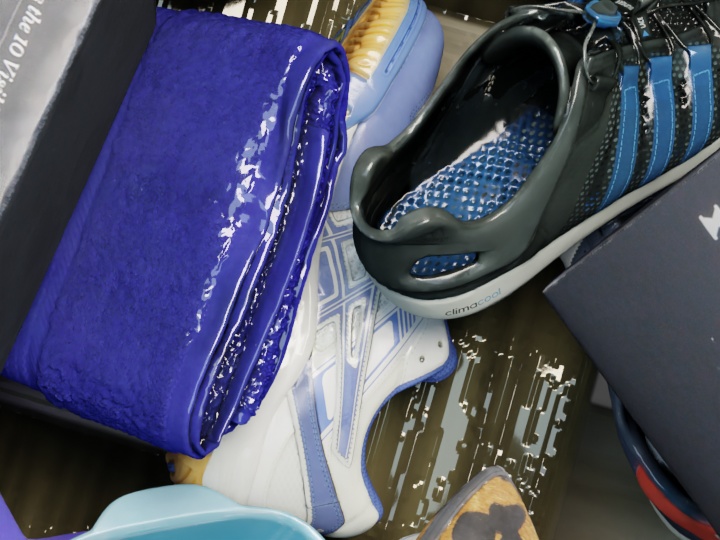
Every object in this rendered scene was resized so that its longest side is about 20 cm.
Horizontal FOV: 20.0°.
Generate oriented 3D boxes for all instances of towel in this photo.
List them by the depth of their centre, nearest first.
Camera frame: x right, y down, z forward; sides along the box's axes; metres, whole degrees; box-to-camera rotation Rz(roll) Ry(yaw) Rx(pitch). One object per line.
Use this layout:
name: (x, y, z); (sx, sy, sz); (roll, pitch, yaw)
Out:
towel: (-0.100, -0.028, 0.733); (0.199, 0.049, 0.149); (17, 85, 33)

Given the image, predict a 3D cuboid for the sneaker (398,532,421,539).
sneaker: (0.031, 0.194, 0.739); (0.072, 0.072, 0.201); (0, 97, -28)

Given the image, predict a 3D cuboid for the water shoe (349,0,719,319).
water shoe: (0.081, -0.062, 0.684); (0.200, 0.079, 0.071); (-43, 66, -8)

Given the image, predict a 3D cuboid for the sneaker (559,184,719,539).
sneaker: (0.109, 0.002, 0.726); (0.075, 0.085, 0.201); (-22, 86, 4)

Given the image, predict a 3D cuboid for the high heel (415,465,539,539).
high heel: (0.092, 0.146, 0.696); (0.199, 0.071, 0.144); (12, 90, -34)

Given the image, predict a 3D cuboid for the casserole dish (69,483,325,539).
casserole dish: (-0.050, 0.173, 0.694); (0.120, 0.039, 0.201); (-7, 70, -23)

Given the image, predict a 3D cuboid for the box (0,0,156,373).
box: (-0.190, -0.045, 0.629); (0.196, 0.124, 0.201); (23, 80, 2)

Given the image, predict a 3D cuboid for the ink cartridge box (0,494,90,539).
ink cartridge box: (-0.139, 0.163, 0.691); (0.043, 0.198, 0.201); (-31, 85, 30)

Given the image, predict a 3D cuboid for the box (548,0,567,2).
box: (0.115, -0.191, 0.757); (0.142, 0.036, 0.201); (19, 89, 6)

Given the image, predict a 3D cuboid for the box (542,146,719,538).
box: (0.183, 0.003, 0.659); (0.200, 0.104, 0.148); (-31, 83, -38)

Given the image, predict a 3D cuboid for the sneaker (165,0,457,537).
sneaker: (0.000, 0.000, 0.753); (0.088, 0.075, 0.201); (20, 93, -11)
